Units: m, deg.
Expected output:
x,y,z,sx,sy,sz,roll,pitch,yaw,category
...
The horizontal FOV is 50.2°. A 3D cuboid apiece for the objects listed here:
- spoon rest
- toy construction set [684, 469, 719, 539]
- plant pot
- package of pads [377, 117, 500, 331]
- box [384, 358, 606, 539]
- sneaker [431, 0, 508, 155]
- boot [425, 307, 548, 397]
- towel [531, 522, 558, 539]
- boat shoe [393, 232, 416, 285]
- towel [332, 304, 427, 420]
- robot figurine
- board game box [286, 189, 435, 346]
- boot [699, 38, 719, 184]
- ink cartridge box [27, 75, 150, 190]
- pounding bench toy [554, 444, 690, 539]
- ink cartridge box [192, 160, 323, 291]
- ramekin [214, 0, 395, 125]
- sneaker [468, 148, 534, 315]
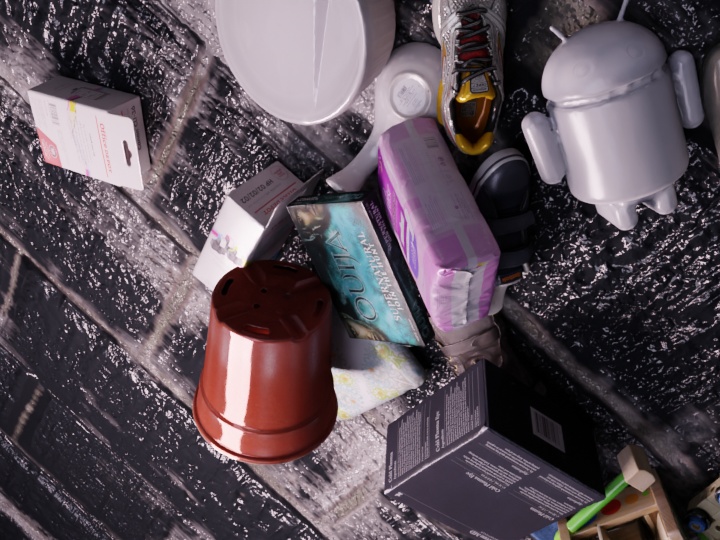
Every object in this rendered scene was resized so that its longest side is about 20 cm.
x,y,z,sx,sy,sz,roll,pitch,yaw,category
0.036,-0.169,0.879,0.099,0.061,0.200,41,120,0,spoon rest
0.459,0.295,0.890,0.130,0.092,0.201,32,121,10,toy construction set
-0.117,0.107,0.990,0.199,0.201,0.197,24,131,17,plant pot
0.079,-0.051,0.816,0.121,0.075,0.202,89,164,-56,package of pads
0.160,0.232,0.943,0.199,0.105,0.182,33,127,-22,box
0.116,-0.209,0.760,0.077,0.083,0.202,-8,124,0,sneaker
0.130,0.120,1.001,0.199,0.069,0.175,-31,100,32,boot
0.314,0.381,1.064,0.200,0.049,0.112,45,132,-1,towel
0.031,-0.003,0.977,0.199,0.073,0.064,1,127,36,boat shoe
-0.019,0.122,1.110,0.172,0.048,0.199,49,133,-8,towel
0.236,-0.142,0.716,0.168,0.113,0.202,-22,111,-1,robot figurine
0.000,0.000,0.928,0.134,0.028,0.202,1,124,45,board game box
0.346,-0.093,0.660,0.067,0.131,0.202,-12,116,19,boot
-0.375,-0.199,1.110,0.198,0.067,0.118,19,129,24,ink cartridge box
0.309,0.323,0.939,0.155,0.124,0.201,-26,104,16,pounding bench toy
-0.136,-0.064,1.012,0.068,0.115,0.201,39,132,4,ink cartridge box
-0.052,-0.266,0.823,0.201,0.094,0.204,19,125,29,ramekin
0.156,-0.036,0.853,0.201,0.078,0.080,97,150,-45,sneaker
